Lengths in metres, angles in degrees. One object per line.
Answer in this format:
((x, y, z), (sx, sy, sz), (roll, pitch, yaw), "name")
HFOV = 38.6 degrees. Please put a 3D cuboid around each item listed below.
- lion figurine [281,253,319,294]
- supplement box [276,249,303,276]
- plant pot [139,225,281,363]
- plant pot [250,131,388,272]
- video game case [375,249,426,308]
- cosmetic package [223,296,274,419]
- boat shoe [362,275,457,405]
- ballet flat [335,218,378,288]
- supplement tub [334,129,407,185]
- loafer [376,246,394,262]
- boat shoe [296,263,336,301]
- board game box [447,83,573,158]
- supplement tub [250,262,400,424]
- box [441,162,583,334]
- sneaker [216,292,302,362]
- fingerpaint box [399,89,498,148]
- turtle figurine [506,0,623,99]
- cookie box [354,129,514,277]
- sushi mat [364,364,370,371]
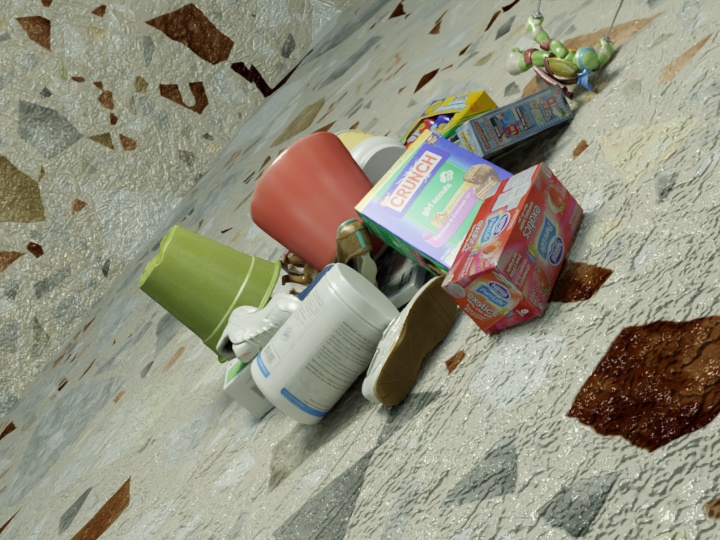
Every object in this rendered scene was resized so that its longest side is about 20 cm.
((-0.071, 0.010, 1.792), (0.200, 0.121, 0.073), (47, -135, -87), "lion figurine")
((-0.074, -0.040, 1.958), (0.109, 0.061, 0.200), (-52, 19, -19), "supplement box")
((-0.265, 0.024, 1.736), (0.201, 0.189, 0.201), (-52, 17, 23), "plant pot")
((-0.051, -0.091, 1.655), (0.200, 0.177, 0.201), (-35, -25, -19), "plant pot")
((0.036, 0.025, 1.630), (0.182, 0.023, 0.201), (-35, 18, 26), "video game case")
((-0.158, 0.143, 1.715), (0.108, 0.085, 0.200), (-43, 19, 14), "cosmetic package")
((0.060, 0.090, 1.384), (0.201, 0.071, 0.069), (-55, 23, -23), "boat shoe")
((0.000, 0.000, 1.568), (0.067, 0.073, 0.201), (-26, -27, -15), "ballet flat")
((0.014, -0.171, 1.829), (0.146, 0.146, 0.200), (-47, 26, -8), "supplement tub")
((0.071, -0.083, 1.718), (0.199, 0.075, 0.070), (-35, 25, 28), "loafer")
((-0.053, 0.049, 1.589), (0.073, 0.072, 0.200), (-59, 10, -26), "boat shoe")
((0.198, -0.208, 1.610), (0.199, 0.062, 0.199), (-26, -1, 44), "board game box")
((-0.049, 0.105, 1.456), (0.200, 0.132, 0.132), (-49, 18, 10), "supplement tub")
((0.196, -0.029, 1.309), (0.099, 0.095, 0.201), (-25, 27, 46), "box")
((-0.146, 0.100, 1.567), (0.199, 0.078, 0.100), (-21, 28, 46), "sneaker")
((0.149, -0.240, 1.884), (0.167, 0.073, 0.200), (-50, 19, -12), "fingerpaint box")
((0.335, -0.377, 1.686), (0.143, 0.202, 0.194), (-14, 3, -23), "turtle figurine")
((0.121, -0.088, 1.477), (0.199, 0.075, 0.171), (33, 76, 36), "cookie box")
((0.023, 0.112, 1.508), (0.199, 0.012, 0.096), (-19, 33, 52), "sushi mat")
